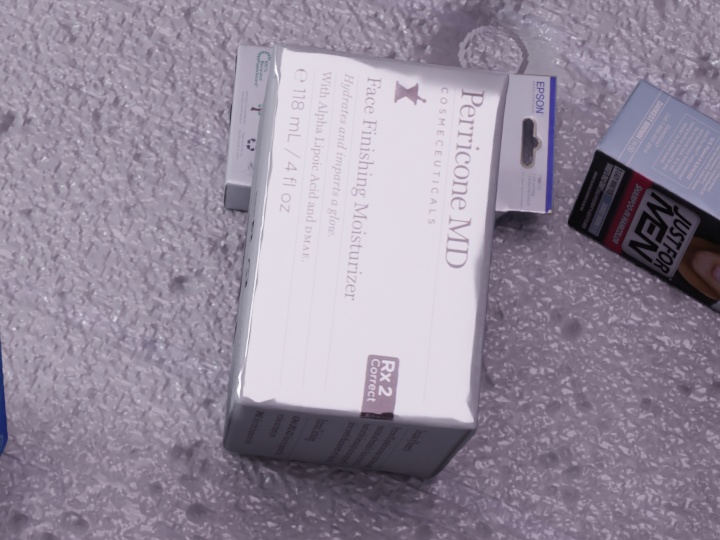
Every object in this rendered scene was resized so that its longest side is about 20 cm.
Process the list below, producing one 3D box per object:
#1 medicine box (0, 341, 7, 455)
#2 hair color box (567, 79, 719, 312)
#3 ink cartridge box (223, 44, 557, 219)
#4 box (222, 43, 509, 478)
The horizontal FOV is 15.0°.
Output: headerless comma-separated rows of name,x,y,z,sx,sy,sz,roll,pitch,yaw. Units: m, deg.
medicine box,-0.276,0.119,1.459,0.103,0.182,0.201,22,64,5
hair color box,0.230,-0.021,1.629,0.200,0.099,0.061,30,65,8
ink cartridge box,0.019,-0.078,1.666,0.199,0.039,0.100,6,64,-2
box,0.000,0.000,1.519,0.130,0.200,0.200,6,78,-4
